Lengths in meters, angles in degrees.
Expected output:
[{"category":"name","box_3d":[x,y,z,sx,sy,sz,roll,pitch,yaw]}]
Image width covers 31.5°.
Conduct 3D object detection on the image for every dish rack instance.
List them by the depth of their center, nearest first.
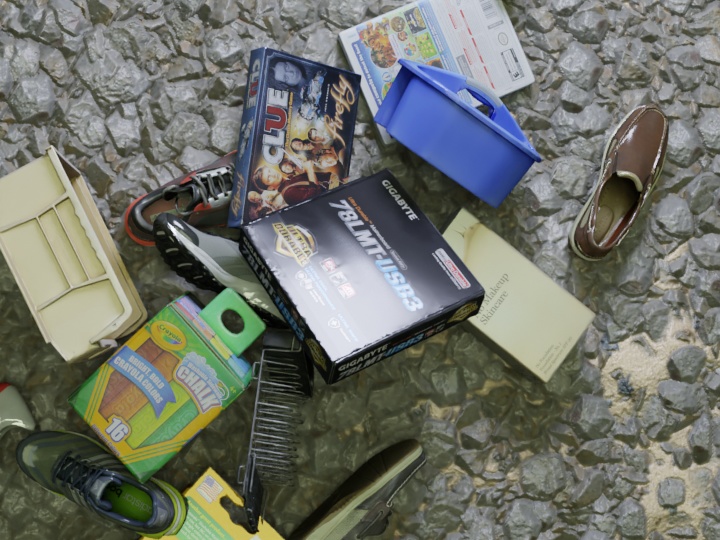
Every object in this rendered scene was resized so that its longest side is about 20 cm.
[{"category":"dish rack","box_3d":[-0.091,0.176,1.374,0.054,0.154,0.202,5,65,5]}]

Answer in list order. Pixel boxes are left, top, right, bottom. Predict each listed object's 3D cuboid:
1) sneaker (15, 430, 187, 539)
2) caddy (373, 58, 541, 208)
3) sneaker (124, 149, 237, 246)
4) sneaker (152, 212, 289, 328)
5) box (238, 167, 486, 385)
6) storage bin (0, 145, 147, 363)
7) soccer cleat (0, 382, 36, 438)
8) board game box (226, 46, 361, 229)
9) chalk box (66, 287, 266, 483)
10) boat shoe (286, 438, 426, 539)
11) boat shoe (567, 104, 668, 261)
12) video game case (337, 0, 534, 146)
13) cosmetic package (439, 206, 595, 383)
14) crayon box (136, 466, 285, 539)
[{"category":"sneaker","box_3d":[-0.282,0.225,1.370,0.198,0.081,0.075,21,79,8]},{"category":"caddy","box_3d":[0.112,-0.162,1.430,0.199,0.141,0.105,32,97,-20]},{"category":"sneaker","box_3d":[-0.170,-0.083,1.434,0.199,0.082,0.078,-28,90,-10]},{"category":"sneaker","box_3d":[-0.147,-0.011,1.427,0.199,0.074,0.080,35,69,-28]},{"category":"box","box_3d":[0.000,0.000,1.372,0.197,0.050,0.201,-23,61,-24]},{"category":"storage bin","box_3d":[-0.309,-0.009,1.355,0.093,0.200,0.200,-27,90,-6]},{"category":"soccer cleat","box_3d":[-0.445,0.206,1.394,0.200,0.069,0.085,-43,88,-12]},{"category":"board game box","box_3d":[-0.073,-0.137,1.445,0.134,0.034,0.203,10,85,-34]},{"category":"chalk box","box_3d":[-0.193,0.108,1.380,0.200,0.124,0.125,-43,92,5]},{"category":"boat shoe","box_3d":[0.001,0.274,1.444,0.200,0.072,0.066,-40,102,-7]},{"category":"boat shoe","box_3d":[0.315,-0.104,1.497,0.074,0.075,0.204,24,84,-5]},{"category":"video game case","box_3d":[0.090,-0.250,1.509,0.198,0.018,0.145,-23,90,-8]},{"category":"cosmetic package","box_3d":[0.159,0.030,1.472,0.199,0.073,0.104,38,83,-4]},{"category":"crayon box","box_3d":[-0.193,0.332,1.422,0.126,0.052,0.200,44,84,-2]}]
